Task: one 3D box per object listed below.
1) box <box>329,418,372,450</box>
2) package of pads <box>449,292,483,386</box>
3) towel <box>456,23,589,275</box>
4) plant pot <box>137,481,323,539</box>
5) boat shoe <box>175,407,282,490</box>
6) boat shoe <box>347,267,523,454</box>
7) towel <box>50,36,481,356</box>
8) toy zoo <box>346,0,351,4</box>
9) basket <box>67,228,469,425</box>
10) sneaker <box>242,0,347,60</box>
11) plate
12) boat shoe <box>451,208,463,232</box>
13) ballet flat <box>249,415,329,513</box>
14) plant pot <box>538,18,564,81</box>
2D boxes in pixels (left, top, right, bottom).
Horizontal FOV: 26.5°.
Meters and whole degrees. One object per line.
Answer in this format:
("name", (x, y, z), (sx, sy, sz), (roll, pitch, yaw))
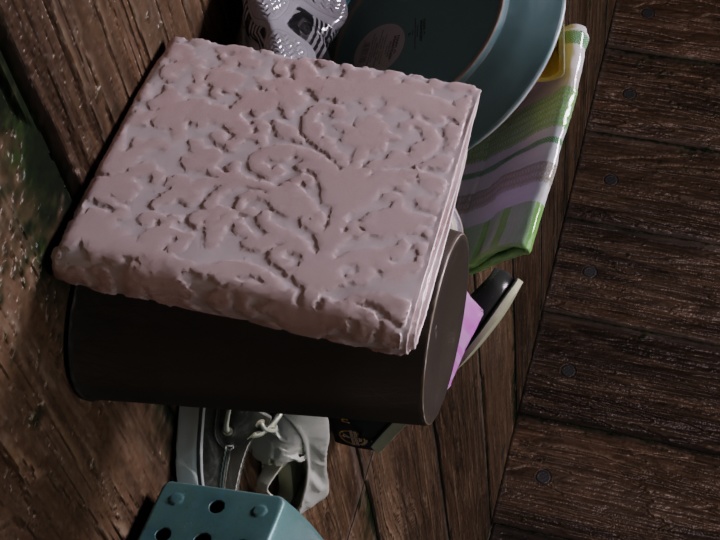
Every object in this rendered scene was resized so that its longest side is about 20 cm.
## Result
("box", (0.010, 0.051, 1.511), (0.162, 0.049, 0.201), (76, 27, -55))
("package of pads", (0.000, 0.000, 1.155), (0.200, 0.075, 0.121), (51, 38, -16))
("towel", (0.116, -0.093, 1.244), (0.149, 0.031, 0.202), (-26, -138, 61))
("plant pot", (-0.089, 0.248, 1.049), (0.142, 0.140, 0.201), (-68, 155, -43))
("boat shoe", (-0.088, 0.092, 1.073), (0.071, 0.063, 0.202), (-52, 150, -64))
("boat shoe", (0.055, 0.067, 1.270), (0.202, 0.063, 0.074), (-48, 175, 26))
("towel", (-0.045, -0.047, 0.849), (0.032, 0.198, 0.192), (89, 16, -49))
("toy zoo", (0.045, -0.161, 1.157), (0.132, 0.198, 0.021), (77, 11, -61))
("basket", (-0.045, 0.017, 0.898), (0.181, 0.198, 0.137), (-66, 161, -44))
("sneaker", (-0.059, -0.121, 1.010), (0.115, 0.075, 0.201), (-49, -136, 44))
("plate", (0.042, -0.153, 0.999), (0.026, 0.199, 0.202), (38, 59, -44))
("boat shoe", (-0.009, -0.077, 1.067), (0.072, 0.200, 0.076), (-23, 159, -48))
("ballet flat", (-0.062, 0.146, 1.255), (0.201, 0.069, 0.070), (86, 19, -51))
("plant pot", (0.055, -0.273, 1.169), (0.200, 0.198, 0.178), (78, 13, -60))
